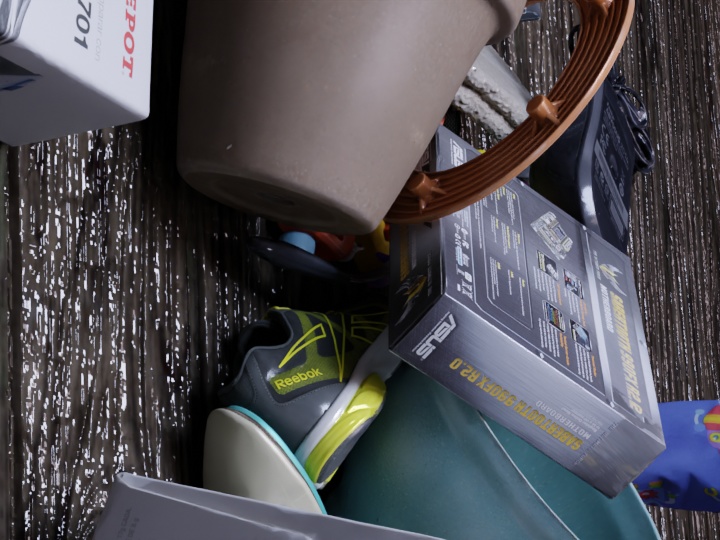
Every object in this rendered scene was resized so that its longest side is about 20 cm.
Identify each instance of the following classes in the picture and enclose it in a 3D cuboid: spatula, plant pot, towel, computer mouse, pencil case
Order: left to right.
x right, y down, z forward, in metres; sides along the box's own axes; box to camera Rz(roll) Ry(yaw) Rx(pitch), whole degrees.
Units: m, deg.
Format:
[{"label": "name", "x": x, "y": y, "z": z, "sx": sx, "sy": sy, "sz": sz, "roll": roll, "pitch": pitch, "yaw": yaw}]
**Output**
[{"label": "plant pot", "x": -0.020, "y": -0.116, "z": 1.078, "sx": 0.200, "sy": 0.200, "sz": 0.175, "roll": 31, "pitch": 72, "yaw": -57}, {"label": "spatula", "x": 0.000, "y": 0.000, "z": 1.157, "sx": 0.200, "sy": 0.056, "sz": 0.021, "roll": 10, "pitch": 100, "yaw": -53}, {"label": "towel", "x": 0.071, "y": -0.134, "z": 1.331, "sx": 0.200, "sy": 0.034, "sz": 0.133, "roll": 31, "pitch": 21, "yaw": -54}, {"label": "plant pot", "x": 0.064, "y": 0.140, "z": 1.155, "sx": 0.200, "sy": 0.134, "sz": 0.200, "roll": 45, "pitch": 17, "yaw": -18}, {"label": "computer mouse", "x": 0.147, "y": -0.071, "z": 1.315, "sx": 0.200, "sy": 0.053, "sz": 0.139, "roll": -72, "pitch": 145, "yaw": -49}, {"label": "pencil case", "x": 0.190, "y": 0.133, "z": 1.382, "sx": 0.087, "sy": 0.200, "sz": 0.078, "roll": 62, "pitch": 29, "yaw": -56}]

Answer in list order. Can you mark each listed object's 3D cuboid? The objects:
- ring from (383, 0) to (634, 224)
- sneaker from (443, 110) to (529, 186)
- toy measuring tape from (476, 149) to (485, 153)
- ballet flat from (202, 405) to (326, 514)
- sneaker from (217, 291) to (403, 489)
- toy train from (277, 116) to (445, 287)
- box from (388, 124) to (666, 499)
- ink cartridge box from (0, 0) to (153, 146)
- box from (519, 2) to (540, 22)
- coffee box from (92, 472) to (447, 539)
[{"label": "ring", "x": 0.070, "y": -0.109, "z": 1.126, "sx": 0.019, "sy": 0.200, "sz": 0.201, "roll": 43, "pitch": 43, "yaw": -27}, {"label": "sneaker", "x": 0.085, "y": -0.056, "z": 1.363, "sx": 0.140, "sy": 0.078, "sz": 0.200, "roll": 67, "pitch": 29, "yaw": -28}, {"label": "toy measuring tape", "x": 0.082, "y": 0.023, "z": 1.266, "sx": 0.074, "sy": 0.073, "sz": 0.200, "roll": -11, "pitch": 101, "yaw": -64}, {"label": "ballet flat", "x": -0.042, "y": 0.160, "z": 1.062, "sx": 0.200, "sy": 0.069, "sz": 0.070, "roll": 62, "pitch": 32, "yaw": -35}, {"label": "sneaker", "x": -0.024, "y": 0.045, "z": 1.116, "sx": 0.085, "sy": 0.075, "sz": 0.200, "roll": 37, "pitch": 18, "yaw": -5}, {"label": "toy train", "x": 0.004, "y": -0.075, "z": 1.230, "sx": 0.150, "sy": 0.056, "sz": 0.200, "roll": 50, "pitch": 40, "yaw": -47}, {"label": "box", "x": 0.091, "y": 0.018, "z": 1.129, "sx": 0.158, "sy": 0.048, "sz": 0.200, "roll": 34, "pitch": 26, "yaw": -19}, {"label": "ink cartridge box", "x": -0.176, "y": -0.157, "z": 0.862, "sx": 0.200, "sy": 0.086, "sz": 0.147, "roll": 28, "pitch": 57, "yaw": -57}, {"label": "box", "x": 0.069, "y": -0.255, "z": 1.287, "sx": 0.200, "sy": 0.046, "sz": 0.159, "roll": -118, "pitch": -158, "yaw": -69}, {"label": "coffee box", "x": -0.013, "y": 0.229, "z": 0.894, "sx": 0.198, "sy": 0.200, "sz": 0.200, "roll": 42, "pitch": 61, "yaw": -52}]
